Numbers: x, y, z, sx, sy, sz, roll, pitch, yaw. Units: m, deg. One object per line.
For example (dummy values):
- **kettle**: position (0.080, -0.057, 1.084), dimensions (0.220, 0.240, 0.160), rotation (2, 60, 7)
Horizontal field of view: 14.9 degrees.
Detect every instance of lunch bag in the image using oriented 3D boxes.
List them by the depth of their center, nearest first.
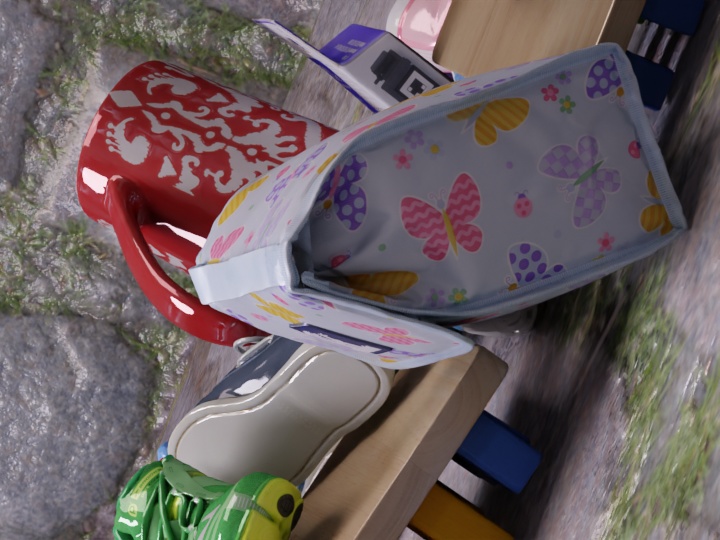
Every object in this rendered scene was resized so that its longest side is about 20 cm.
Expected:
- **lunch bag**: position (0.029, -0.020, 1.334), dimensions (0.169, 0.199, 0.128), rotation (-17, 91, 70)

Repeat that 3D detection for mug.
- **mug**: position (-0.072, -0.042, 1.659), dimensions (0.177, 0.199, 0.134), rotation (-6, -61, -64)

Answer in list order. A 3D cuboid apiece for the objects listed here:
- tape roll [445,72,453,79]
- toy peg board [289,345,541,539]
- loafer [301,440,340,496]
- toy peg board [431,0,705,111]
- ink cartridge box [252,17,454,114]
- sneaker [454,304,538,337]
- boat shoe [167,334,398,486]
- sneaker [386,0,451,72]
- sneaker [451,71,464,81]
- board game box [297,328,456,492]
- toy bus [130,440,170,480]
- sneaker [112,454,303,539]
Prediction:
- **tape roll**: position (0.041, -0.069, 1.981), dimensions (0.200, 0.065, 0.201), rotation (-161, 90, -83)
- **toy peg board**: position (0.029, 0.145, 1.458), dimensions (0.200, 0.098, 0.200), rotation (-56, 8, -3)
- **loafer**: position (-0.006, 0.159, 1.751), dimensions (0.201, 0.075, 0.070), rotation (112, 162, -47)
- **toy peg board**: position (0.148, -0.175, 1.482), dimensions (0.201, 0.097, 0.199), rotation (-69, 23, 6)
- **ink cartridge box**: position (0.029, -0.104, 1.648), dimensions (0.043, 0.200, 0.198), rotation (-53, 8, 1)
- **sneaker**: position (0.070, -0.002, 1.538), dimensions (0.200, 0.080, 0.077), rotation (-166, 97, -81)
- **boat shoe**: position (-0.040, 0.065, 1.518), dimensions (0.200, 0.075, 0.062), rotation (-44, 15, 49)
- **sneaker**: position (0.111, -0.213, 1.876), dimensions (0.201, 0.075, 0.104), rotation (-53, 37, -12)
- **sneaker**: position (0.104, -0.153, 1.710), dimensions (0.200, 0.078, 0.090), rotation (119, 166, -50)
- **board game box**: position (0.010, 0.089, 1.860), dimensions (0.200, 0.047, 0.152), rotation (118, 169, -50)
- **toy bus**: position (-0.109, 0.207, 1.867), dimensions (0.200, 0.135, 0.193), rotation (-91, 1, -67)
- **sneaker**: position (-0.091, 0.142, 1.474), dimensions (0.074, 0.083, 0.200), rotation (-58, 9, -22)
